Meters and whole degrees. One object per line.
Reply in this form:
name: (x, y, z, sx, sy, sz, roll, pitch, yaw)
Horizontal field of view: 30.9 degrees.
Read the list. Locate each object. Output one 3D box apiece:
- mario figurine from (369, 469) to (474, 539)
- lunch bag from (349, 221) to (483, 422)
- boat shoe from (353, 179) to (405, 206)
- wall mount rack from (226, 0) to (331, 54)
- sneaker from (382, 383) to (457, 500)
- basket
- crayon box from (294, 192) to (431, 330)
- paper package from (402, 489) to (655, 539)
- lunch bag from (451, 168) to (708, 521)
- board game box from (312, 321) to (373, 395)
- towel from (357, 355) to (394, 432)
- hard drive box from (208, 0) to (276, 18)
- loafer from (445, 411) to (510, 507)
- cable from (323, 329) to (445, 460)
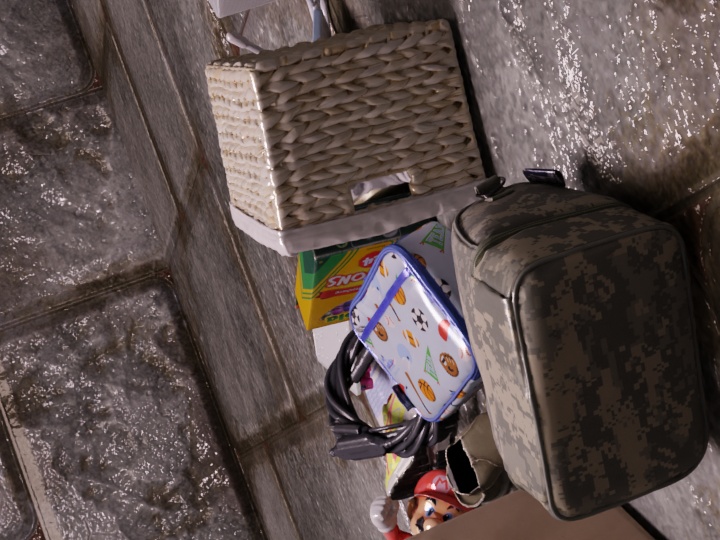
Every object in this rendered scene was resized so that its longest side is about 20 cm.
mario figurine: (0.069, 0.319, 1.444, 0.106, 0.122, 0.202, 19, 94, 60)
lunch bag: (0.062, 0.050, 1.236, 0.161, 0.075, 0.200, 52, 153, 10)
boat shoe: (-0.007, -0.090, 1.369, 0.069, 0.074, 0.200, 64, 165, 2)
wall mount rack: (-0.071, -0.217, 1.293, 0.175, 0.074, 0.202, 70, -166, -51)
sneaker: (0.059, 0.183, 1.484, 0.091, 0.077, 0.201, 58, 149, 38)
basket: (-0.018, -0.123, 1.148, 0.200, 0.196, 0.163, -155, 52, -70)
crayon box: (0.000, 0.000, 1.353, 0.201, 0.125, 0.051, 100, 154, -63)
paper package: (0.152, 0.273, 1.037, 0.200, 0.189, 0.105, -135, 29, -59)
lunch bag: (0.138, 0.043, 0.902, 0.168, 0.138, 0.202, -147, 41, -65)
board game box: (-0.033, 0.036, 1.643, 0.200, 0.026, 0.203, -151, 52, -71)
towel: (0.020, 0.128, 1.639, 0.147, 0.024, 0.202, 109, 139, -65)
hard drive box: (-0.033, -0.296, 0.969, 0.157, 0.198, 0.077, 91, 154, -54)
loafer: (0.111, 0.189, 1.304, 0.201, 0.069, 0.076, 100, 146, -61)
cable: (0.037, 0.120, 1.399, 0.199, 0.051, 0.165, -20, 52, 46)
